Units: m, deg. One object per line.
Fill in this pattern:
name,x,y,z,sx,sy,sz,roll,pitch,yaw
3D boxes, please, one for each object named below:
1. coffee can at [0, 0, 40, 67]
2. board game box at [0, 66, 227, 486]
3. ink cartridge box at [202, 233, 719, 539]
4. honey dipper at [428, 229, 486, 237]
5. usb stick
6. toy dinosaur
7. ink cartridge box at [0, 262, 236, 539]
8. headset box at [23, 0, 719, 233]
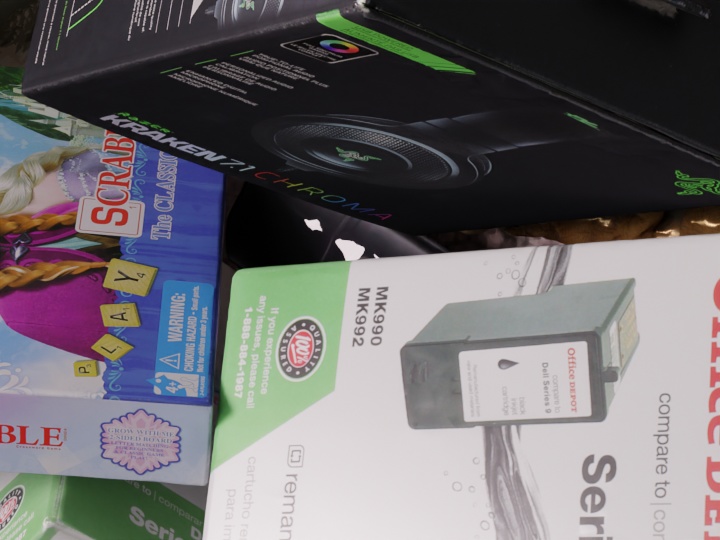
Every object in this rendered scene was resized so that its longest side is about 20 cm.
coffee can,-0.185,-0.174,0.878,0.146,0.146,0.200,-40,66,28
board game box,-0.150,-0.008,0.729,0.200,0.199,0.041,-93,8,-52
ink cartridge box,0.055,0.070,0.642,0.200,0.084,0.146,-5,68,26
honey dipper,0.000,0.000,0.804,0.200,0.038,0.038,-39,66,31
usb stick,0.026,0.018,0.746,0.200,0.033,0.056,34,106,30
toy dinosaur,0.142,-0.001,0.699,0.200,0.060,0.106,32,118,21
ink cartridge box,-0.121,0.087,0.792,0.145,0.087,0.200,-44,28,28
headset box,0.024,-0.082,0.603,0.200,0.174,0.093,-4,72,52
